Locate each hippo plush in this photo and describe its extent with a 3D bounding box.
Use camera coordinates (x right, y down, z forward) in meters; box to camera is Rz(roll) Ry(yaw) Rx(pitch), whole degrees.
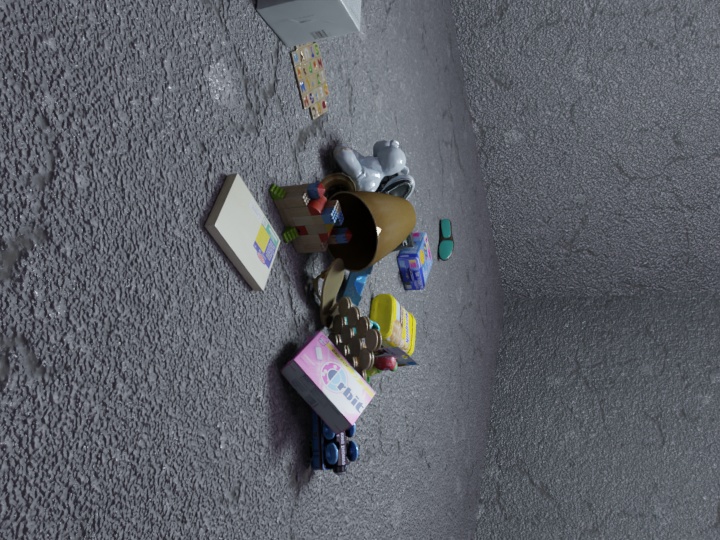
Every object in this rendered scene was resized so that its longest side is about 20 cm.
[{"bbox_3d":[0.032,-0.288,1.597,0.160,0.160,0.200,55,1,-30],"label":"hippo plush"}]

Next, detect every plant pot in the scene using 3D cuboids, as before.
[{"bbox_3d":[0.040,-0.113,1.470,0.198,0.185,0.190,-19,106,-42],"label":"plant pot"}]

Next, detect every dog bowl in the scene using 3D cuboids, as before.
[{"bbox_3d":[0.000,0.000,1.598,0.112,0.049,0.202,-76,-176,-54],"label":"dog bowl"}]

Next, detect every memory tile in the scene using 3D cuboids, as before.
[{"bbox_3d":[-0.018,0.166,1.437,0.017,0.200,0.155,5,114,-31],"label":"memory tile"}]

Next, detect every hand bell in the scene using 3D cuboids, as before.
[{"bbox_3d":[-0.046,-0.166,1.606,0.200,0.102,0.106,59,33,-72],"label":"hand bell"}]

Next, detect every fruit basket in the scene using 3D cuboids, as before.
[{"bbox_3d":[0.034,0.238,1.566,0.185,0.197,0.095,46,45,-59],"label":"fruit basket"}]

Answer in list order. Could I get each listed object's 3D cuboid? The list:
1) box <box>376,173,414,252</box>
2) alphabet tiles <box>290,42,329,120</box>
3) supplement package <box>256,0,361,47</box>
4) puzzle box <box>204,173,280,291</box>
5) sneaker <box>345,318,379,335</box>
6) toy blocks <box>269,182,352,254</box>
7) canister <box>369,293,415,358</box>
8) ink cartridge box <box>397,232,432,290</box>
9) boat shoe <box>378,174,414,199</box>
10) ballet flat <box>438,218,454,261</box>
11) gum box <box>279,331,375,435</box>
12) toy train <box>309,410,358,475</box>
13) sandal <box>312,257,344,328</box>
[{"bbox_3d":[0.075,-0.173,1.780,0.149,0.122,0.202,-88,165,-59],"label":"box"},{"bbox_3d":[-0.123,-0.489,1.524,0.167,0.006,0.203,-55,137,-57],"label":"alphabet tiles"},{"bbox_3d":[-0.106,-0.638,1.345,0.147,0.188,0.204,33,57,-64],"label":"supplement package"},{"bbox_3d":[-0.225,-0.071,1.196,0.201,0.025,0.135,63,32,-46],"label":"puzzle box"},{"bbox_3d":[-0.009,0.141,1.629,0.200,0.078,0.079,24,65,-65],"label":"sneaker"},{"bbox_3d":[-0.101,-0.117,1.361,0.101,0.135,0.202,-68,147,-45],"label":"toy blocks"},{"bbox_3d":[0.100,0.173,1.888,0.200,0.085,0.151,45,46,-56],"label":"canister"},{"bbox_3d":[0.191,-0.024,2.153,0.201,0.075,0.138,-62,142,-49],"label":"ink cartridge box"},{"bbox_3d":[0.065,-0.181,1.647,0.074,0.198,0.068,53,13,-25],"label":"boat shoe"},{"bbox_3d":[0.373,-0.124,2.626,0.069,0.067,0.203,60,34,-63],"label":"ballet flat"},{"bbox_3d":[-0.074,0.242,1.338,0.200,0.066,0.113,48,41,-2],"label":"gum box"},{"bbox_3d":[-0.067,0.367,1.412,0.086,0.114,0.204,6,72,-37],"label":"toy train"},{"bbox_3d":[-0.091,0.046,1.475,0.077,0.069,0.214,-37,145,-38],"label":"sandal"}]
